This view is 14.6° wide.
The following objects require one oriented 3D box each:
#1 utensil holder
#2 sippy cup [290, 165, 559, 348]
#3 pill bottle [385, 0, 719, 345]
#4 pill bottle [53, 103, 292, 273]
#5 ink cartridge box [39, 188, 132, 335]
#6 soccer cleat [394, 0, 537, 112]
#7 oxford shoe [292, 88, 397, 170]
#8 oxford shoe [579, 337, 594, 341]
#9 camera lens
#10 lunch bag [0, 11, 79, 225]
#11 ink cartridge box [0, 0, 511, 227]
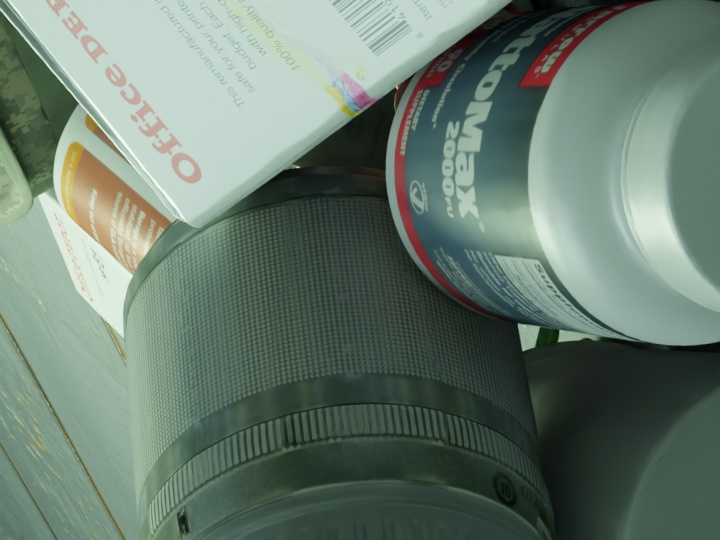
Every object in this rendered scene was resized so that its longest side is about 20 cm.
[{"bbox_3d":[0.132,0.115,1.167,0.170,0.170,0.200,53,163,-13],"label":"utensil holder"},{"bbox_3d":[0.000,0.000,1.328,0.178,0.130,0.140,23,150,57],"label":"sippy cup"},{"bbox_3d":[0.099,-0.035,0.990,0.120,0.120,0.200,53,163,-16],"label":"pill bottle"},{"bbox_3d":[-0.062,-0.021,1.483,0.200,0.112,0.112,40,162,31],"label":"pill bottle"},{"bbox_3d":[-0.091,0.015,1.675,0.200,0.085,0.145,44,164,24],"label":"ink cartridge box"},{"bbox_3d":[0.057,-0.061,1.130,0.200,0.073,0.068,55,164,-18],"label":"soccer cleat"},{"bbox_3d":[0.011,-0.071,1.243,0.200,0.071,0.071,39,118,33],"label":"oxford shoe"},{"bbox_3d":[0.106,0.096,1.367,0.071,0.074,0.200,44,164,19],"label":"oxford shoe"},{"bbox_3d":[-0.009,0.072,1.104,0.160,0.160,0.200,67,-169,-49],"label":"camera lens"},{"bbox_3d":[-0.213,-0.113,1.517,0.118,0.200,0.164,39,161,34],"label":"lunch bag"},{"bbox_3d":[-0.030,-0.127,1.024,0.200,0.085,0.145,-34,98,40],"label":"ink cartridge box"}]
